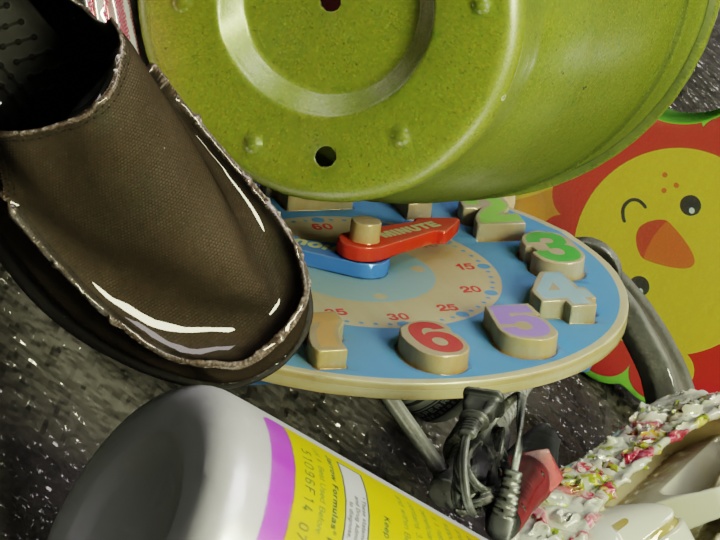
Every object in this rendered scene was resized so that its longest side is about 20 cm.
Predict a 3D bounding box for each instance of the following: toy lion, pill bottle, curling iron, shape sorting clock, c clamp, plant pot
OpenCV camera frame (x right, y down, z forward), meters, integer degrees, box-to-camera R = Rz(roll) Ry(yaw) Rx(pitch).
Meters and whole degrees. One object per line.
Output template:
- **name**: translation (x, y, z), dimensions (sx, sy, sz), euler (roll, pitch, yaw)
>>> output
- **toy lion**: translation (0.136, -0.046, 1.329), dimensions (0.191, 0.200, 0.069), euler (28, 20, 10)
- **pill bottle**: translation (0.002, 0.123, 0.936), dimensions (0.200, 0.104, 0.104), euler (31, 27, -27)
- **curling iron**: translation (0.058, 0.065, 1.038), dimensions (0.026, 0.050, 0.200), euler (3, -1, 11)
- **shape sorting clock**: translation (0.000, 0.000, 1.092), dimensions (0.200, 0.039, 0.200), euler (4, 18, -1)
- **c clamp**: translation (0.081, 0.054, 1.180), dimensions (0.171, 0.027, 0.200), euler (62, 36, -13)
- **plant pot**: translation (0.013, -0.104, 1.025), dimensions (0.200, 0.200, 0.193), euler (45, 21, 2)

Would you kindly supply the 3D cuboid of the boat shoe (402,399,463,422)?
- **boat shoe**: translation (0.017, -0.022, 1.241), dimensions (0.064, 0.071, 0.200), euler (34, 27, -25)

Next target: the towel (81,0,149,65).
- **towel**: translation (-0.083, -0.091, 1.021), dimensions (0.200, 0.030, 0.147), euler (-74, 155, -77)

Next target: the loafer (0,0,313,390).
- **loafer**: translation (-0.088, -0.037, 0.884), dimensions (0.200, 0.073, 0.071), euler (43, -16, -16)

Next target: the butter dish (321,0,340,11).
- **butter dish**: translation (-0.028, -0.127, 1.250), dimensions (0.200, 0.199, 0.148), euler (22, 56, -46)

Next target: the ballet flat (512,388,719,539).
- **ballet flat**: translation (0.109, 0.097, 1.136), dimensions (0.200, 0.064, 0.076), euler (-44, 113, -50)
